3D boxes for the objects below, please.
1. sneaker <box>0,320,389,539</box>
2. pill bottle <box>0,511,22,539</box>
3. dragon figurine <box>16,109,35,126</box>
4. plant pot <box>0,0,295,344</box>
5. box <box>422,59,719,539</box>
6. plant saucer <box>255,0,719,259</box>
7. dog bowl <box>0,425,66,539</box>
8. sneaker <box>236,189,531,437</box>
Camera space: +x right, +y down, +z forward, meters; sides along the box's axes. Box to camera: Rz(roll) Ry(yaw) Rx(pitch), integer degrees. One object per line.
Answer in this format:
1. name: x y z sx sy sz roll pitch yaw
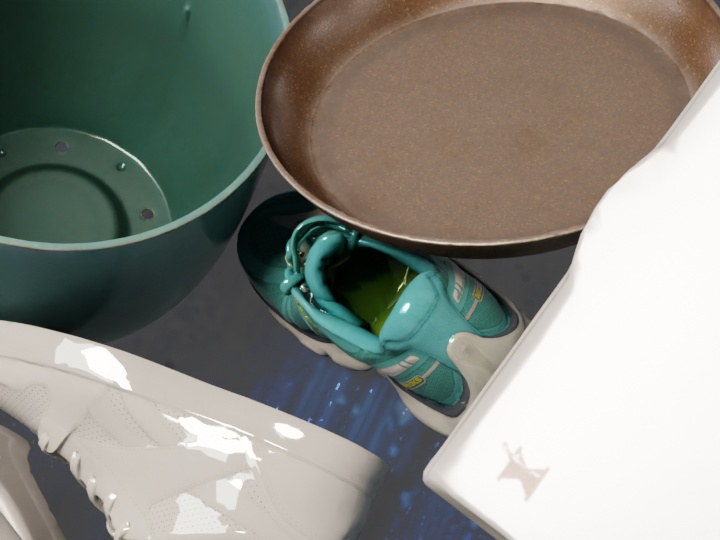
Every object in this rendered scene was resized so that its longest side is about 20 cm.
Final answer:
1. sneaker: -0.099 0.099 0.836 0.199 0.074 0.116 19 78 20
2. pill bottle: -0.118 0.190 0.758 0.112 0.112 0.200 -44 68 9
3. dragon figurine: -0.235 -0.036 1.074 0.199 0.059 0.100 -1 65 43
4. plant pot: -0.138 -0.057 0.908 0.199 0.161 0.202 4 60 -8
5. box: 0.164 0.049 0.599 0.200 0.131 0.200 36 90 26
6. plant saucer: 0.057 -0.069 0.818 0.198 0.032 0.201 -5 42 5
7. dog bowl: -0.212 0.156 0.874 0.198 0.059 0.202 -2 80 12
8. sneaker: 0.000 0.000 0.836 0.078 0.079 0.200 -56 34 -3
